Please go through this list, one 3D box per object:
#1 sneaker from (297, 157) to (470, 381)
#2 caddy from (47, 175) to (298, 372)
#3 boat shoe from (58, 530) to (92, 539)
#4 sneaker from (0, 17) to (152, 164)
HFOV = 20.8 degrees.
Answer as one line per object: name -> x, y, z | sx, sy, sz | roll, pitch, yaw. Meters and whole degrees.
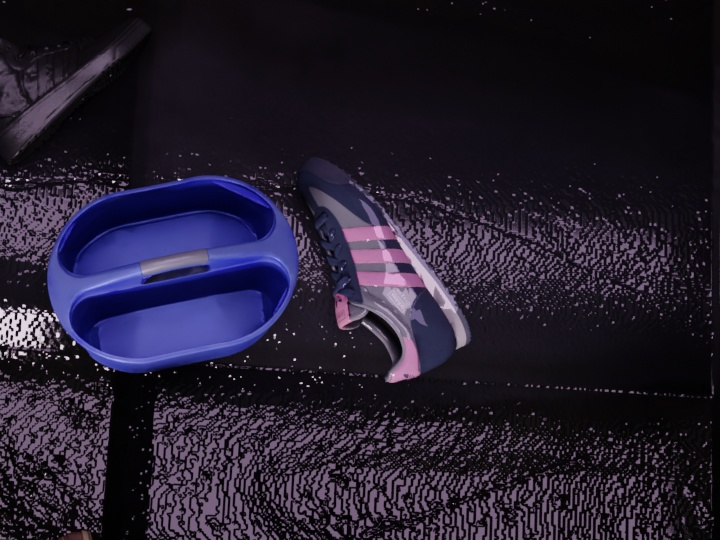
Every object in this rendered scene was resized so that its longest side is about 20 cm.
sneaker -> 0.000, 0.000, 1.596 | 0.082, 0.070, 0.200 | -37, 81, -18
caddy -> -0.150, 0.003, 1.569 | 0.200, 0.105, 0.142 | -12, 78, -9
boat shoe -> -0.229, 0.300, 1.505 | 0.067, 0.072, 0.201 | 0, 78, -8
sneaker -> -0.276, -0.167, 1.624 | 0.200, 0.060, 0.104 | -44, 88, -11
